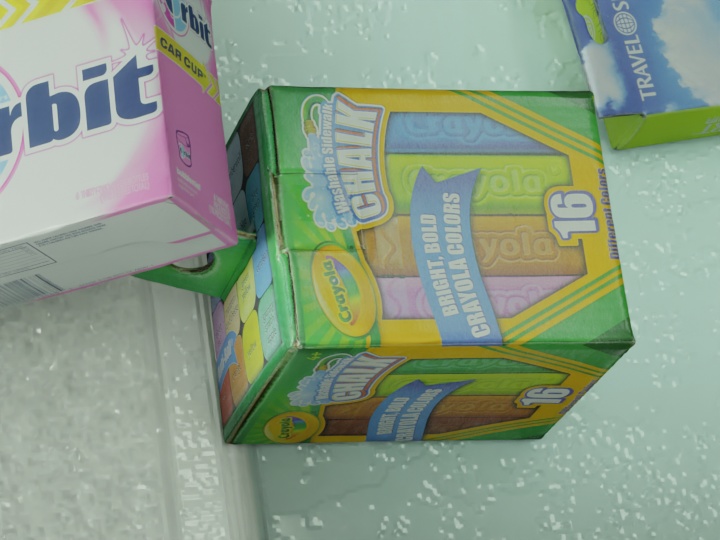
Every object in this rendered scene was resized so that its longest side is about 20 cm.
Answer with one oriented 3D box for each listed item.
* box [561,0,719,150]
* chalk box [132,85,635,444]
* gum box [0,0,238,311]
[{"bbox_3d":[0.184,-0.131,1.238,0.199,0.048,0.123,-9,70,-20],"label":"box"},{"bbox_3d":[0.000,0.000,1.083,0.199,0.124,0.125,-1,68,-17],"label":"chalk box"},{"bbox_3d":[-0.158,-0.047,1.034,0.199,0.066,0.114,-15,68,17],"label":"gum box"}]
